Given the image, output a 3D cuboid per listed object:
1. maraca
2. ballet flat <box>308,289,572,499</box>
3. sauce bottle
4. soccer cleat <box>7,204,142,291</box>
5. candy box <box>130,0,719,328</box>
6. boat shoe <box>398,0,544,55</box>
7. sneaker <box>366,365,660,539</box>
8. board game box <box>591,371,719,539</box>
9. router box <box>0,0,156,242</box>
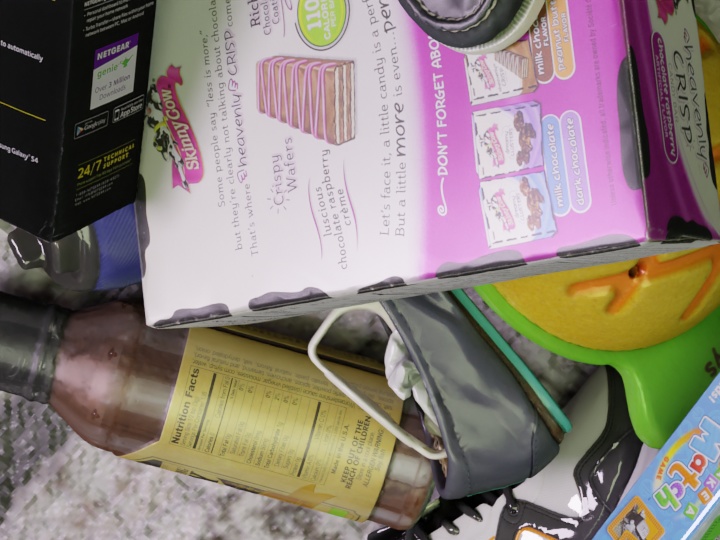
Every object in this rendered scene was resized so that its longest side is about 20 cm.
[{"bbox_3d":[0.100,-0.025,0.907,0.137,0.107,0.200,-48,114,-14],"label":"maraca"},{"bbox_3d":[0.000,0.000,0.916,0.073,0.073,0.200,-33,92,12],"label":"ballet flat"},{"bbox_3d":[-0.066,0.047,0.961,0.199,0.065,0.065,17,111,-5],"label":"sauce bottle"},{"bbox_3d":[-0.102,-0.093,0.915,0.083,0.065,0.201,-18,106,-33],"label":"soccer cleat"},{"bbox_3d":[0.014,-0.060,0.827,0.199,0.061,0.137,-9,84,32],"label":"candy box"},{"bbox_3d":[0.010,-0.164,0.749,0.074,0.066,0.201,-4,94,29],"label":"boat shoe"},{"bbox_3d":[0.050,0.112,0.981,0.080,0.074,0.200,30,108,-9],"label":"sneaker"},{"bbox_3d":[0.168,0.073,0.937,0.151,0.037,0.200,10,119,-52],"label":"board game box"},{"bbox_3d":[-0.160,-0.116,0.841,0.199,0.051,0.150,25,123,25],"label":"router box"}]
